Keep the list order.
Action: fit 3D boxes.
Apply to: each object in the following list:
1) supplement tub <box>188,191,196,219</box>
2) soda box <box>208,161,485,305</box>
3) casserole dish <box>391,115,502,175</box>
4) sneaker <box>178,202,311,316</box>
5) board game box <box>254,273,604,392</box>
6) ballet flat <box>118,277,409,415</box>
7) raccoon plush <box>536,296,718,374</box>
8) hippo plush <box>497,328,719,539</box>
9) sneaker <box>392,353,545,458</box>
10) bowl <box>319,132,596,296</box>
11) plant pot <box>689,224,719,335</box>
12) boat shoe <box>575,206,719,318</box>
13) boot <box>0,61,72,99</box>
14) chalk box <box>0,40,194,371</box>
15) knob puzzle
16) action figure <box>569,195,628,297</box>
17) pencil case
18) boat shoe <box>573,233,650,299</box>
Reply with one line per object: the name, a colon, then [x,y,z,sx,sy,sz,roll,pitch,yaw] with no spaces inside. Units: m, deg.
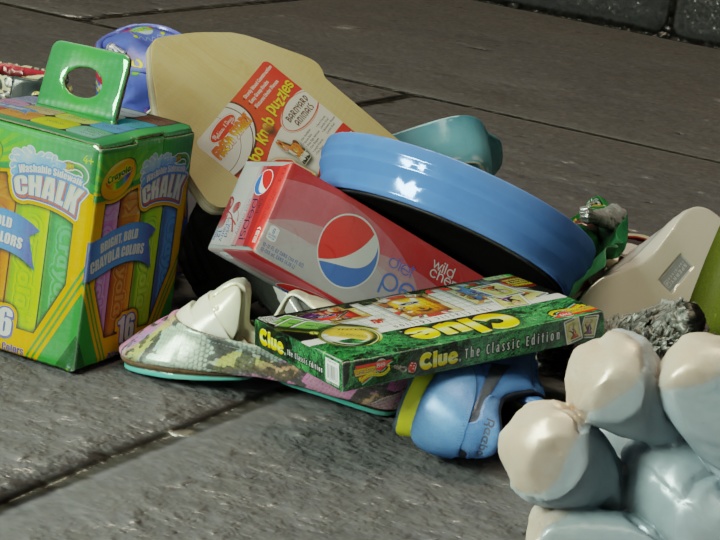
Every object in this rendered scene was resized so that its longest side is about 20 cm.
supplement tub: [-0.113,-0.078,1.846,0.122,0.123,0.200,12,14,14]
soda box: [0.000,0.000,1.526,0.200,0.070,0.063,29,-14,-31]
casserole dish: [0.026,-0.054,1.803,0.199,0.121,0.039,-19,53,-9]
sneaker: [-0.065,0.012,1.641,0.071,0.099,0.200,-6,51,-40]
board game box: [0.045,0.037,1.425,0.200,0.024,0.105,-10,21,-32]
ballet flat: [-0.059,0.044,1.491,0.199,0.071,0.069,10,19,8]
raccoon plush: [0.148,0.084,1.491,0.134,0.097,0.200,-18,4,-38]
hippo plush: [0.178,0.095,1.240,0.199,0.160,0.161,9,14,6]
sneaker: [0.089,0.081,1.460,0.078,0.066,0.200,21,18,16]
bowl: [0.061,-0.033,1.536,0.200,0.039,0.201,23,-10,4]
plant pot: [0.323,0.010,1.595,0.200,0.193,0.200,7,14,-2]
boat shoe: [0.203,0.022,1.694,0.072,0.069,0.200,45,53,-3]
boot: [-0.227,-0.064,1.654,0.203,0.154,0.073,17,17,35]
chalk box: [-0.199,-0.051,1.524,0.125,0.201,0.124,14,15,24]
knob puzzle: [-0.076,-0.094,1.627,0.219,0.030,0.220,21,46,-23]
action figure: [0.158,-0.015,1.706,0.118,0.055,0.200,-29,6,27]
pencil case: [-0.163,-0.084,1.690,0.078,0.201,0.087,-10,31,-28]
boat shoe: [0.178,0.000,1.806,0.200,0.071,0.063,21,29,28]
